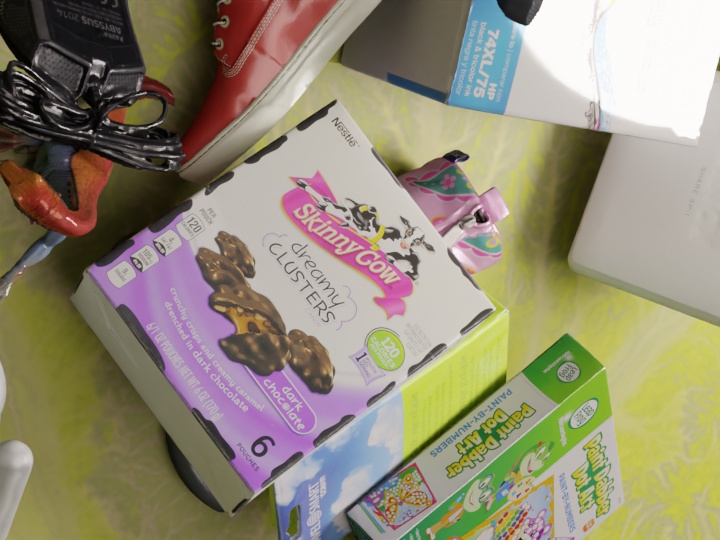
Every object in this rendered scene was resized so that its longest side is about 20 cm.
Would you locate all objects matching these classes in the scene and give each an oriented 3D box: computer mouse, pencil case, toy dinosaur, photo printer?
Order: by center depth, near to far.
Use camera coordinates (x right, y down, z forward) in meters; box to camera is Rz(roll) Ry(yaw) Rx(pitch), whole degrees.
[{"bbox_3d":[-0.180,-0.141,1.324,0.138,0.201,0.053,18,137,-40],"label":"computer mouse"},{"bbox_3d":[-0.173,-0.070,1.324,0.200,0.181,0.105,-36,119,-16],"label":"toy dinosaur"},{"bbox_3d":[0.000,0.000,1.498,0.199,0.087,0.088,-28,117,-18],"label":"pencil case"},{"bbox_3d":[0.261,-0.044,1.572,0.167,0.199,0.069,-70,163,7],"label":"photo printer"}]

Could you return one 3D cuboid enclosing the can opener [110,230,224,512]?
[{"bbox_3d":[-0.114,0.072,1.476,0.067,0.053,0.201,-37,118,-16],"label":"can opener"}]

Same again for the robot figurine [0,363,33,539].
[{"bbox_3d":[-0.273,0.103,1.345,0.169,0.113,0.201,20,115,9],"label":"robot figurine"}]

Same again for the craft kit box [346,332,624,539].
[{"bbox_3d":[0.092,0.163,1.573,0.197,0.048,0.200,-41,149,-15],"label":"craft kit box"}]

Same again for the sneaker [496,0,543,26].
[{"bbox_3d":[0.090,-0.245,1.334,0.082,0.070,0.201,11,86,3],"label":"sneaker"}]

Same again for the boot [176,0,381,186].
[{"bbox_3d":[-0.085,-0.164,1.419,0.144,0.072,0.200,38,95,-11],"label":"boot"}]

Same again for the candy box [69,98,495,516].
[{"bbox_3d":[-0.047,0.020,1.395,0.200,0.072,0.168,-36,86,-23],"label":"candy box"}]

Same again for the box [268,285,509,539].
[{"bbox_3d":[0.010,0.104,1.492,0.200,0.048,0.122,-34,146,-24],"label":"box"}]

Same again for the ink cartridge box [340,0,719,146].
[{"bbox_3d":[0.118,-0.176,1.475,0.199,0.147,0.147,7,101,-30],"label":"ink cartridge box"}]
